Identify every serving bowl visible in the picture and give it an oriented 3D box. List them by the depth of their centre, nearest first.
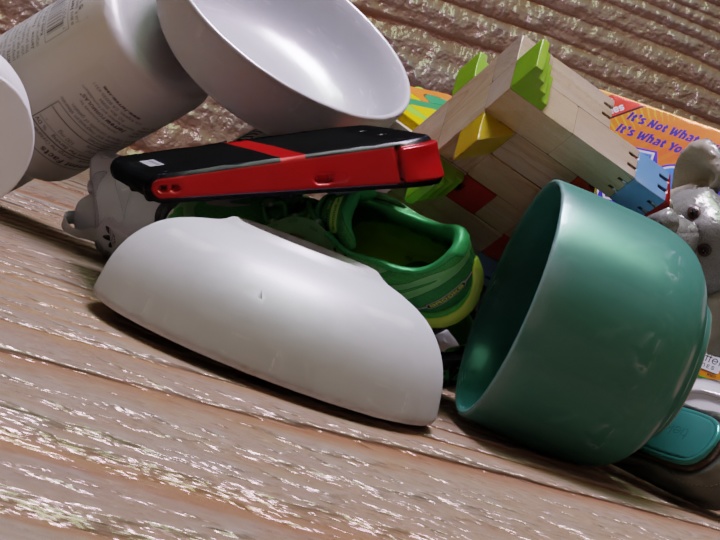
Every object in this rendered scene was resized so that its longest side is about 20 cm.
[{"bbox_3d":[-0.042,0.017,1.013,0.199,0.066,0.200,20,3,-1],"label":"serving bowl"},{"bbox_3d":[-0.063,-0.150,1.295,0.199,0.066,0.201,30,27,-17],"label":"serving bowl"}]

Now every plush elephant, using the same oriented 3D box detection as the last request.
[{"bbox_3d":[0.199,-0.005,1.300,0.199,0.155,0.166,3,57,-51],"label":"plush elephant"}]

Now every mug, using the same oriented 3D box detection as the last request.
[{"bbox_3d":[0.139,0.030,1.112,0.114,0.153,0.185,23,31,-6],"label":"mug"}]

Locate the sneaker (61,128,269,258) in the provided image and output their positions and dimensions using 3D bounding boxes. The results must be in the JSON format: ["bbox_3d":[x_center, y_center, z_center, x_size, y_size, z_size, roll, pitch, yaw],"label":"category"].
[{"bbox_3d":[-0.124,-0.061,1.315,0.114,0.076,0.200,11,30,21],"label":"sneaker"}]

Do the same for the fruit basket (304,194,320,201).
[{"bbox_3d":[-0.042,0.005,1.379,0.184,0.094,0.199,22,19,31],"label":"fruit basket"}]

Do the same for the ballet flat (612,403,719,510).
[{"bbox_3d":[0.168,0.102,1.180,0.200,0.067,0.064,25,-22,50],"label":"ballet flat"}]

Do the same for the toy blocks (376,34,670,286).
[{"bbox_3d":[0.105,-0.056,1.183,0.136,0.100,0.200,33,-43,-18],"label":"toy blocks"}]

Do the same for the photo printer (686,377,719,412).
[{"bbox_3d":[0.298,0.129,1.294,0.199,0.070,0.166,18,2,20],"label":"photo printer"}]

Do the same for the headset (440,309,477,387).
[{"bbox_3d":[0.000,0.000,1.216,0.200,0.095,0.123,36,28,32],"label":"headset"}]

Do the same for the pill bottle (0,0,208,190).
[{"bbox_3d":[-0.214,-0.129,1.334,0.199,0.115,0.114,-25,-23,28],"label":"pill bottle"}]

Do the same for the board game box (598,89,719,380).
[{"bbox_3d":[0.258,0.008,1.545,0.199,0.201,0.200,21,-16,24],"label":"board game box"}]

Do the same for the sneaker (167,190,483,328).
[{"bbox_3d":[-0.021,-0.025,1.130,0.198,0.074,0.084,10,-37,7],"label":"sneaker"}]

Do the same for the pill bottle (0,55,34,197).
[{"bbox_3d":[-0.268,-0.095,1.147,0.110,0.112,0.200,19,3,-28],"label":"pill bottle"}]

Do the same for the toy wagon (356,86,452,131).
[{"bbox_3d":[0.079,-0.097,1.412,0.199,0.040,0.155,5,27,-47],"label":"toy wagon"}]

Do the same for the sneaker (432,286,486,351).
[{"bbox_3d":[0.077,-0.017,1.352,0.073,0.113,0.200,-24,4,30],"label":"sneaker"}]

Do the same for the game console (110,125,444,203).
[{"bbox_3d":[-0.054,-0.061,1.119,0.175,0.031,0.200,-9,8,-13],"label":"game console"}]
